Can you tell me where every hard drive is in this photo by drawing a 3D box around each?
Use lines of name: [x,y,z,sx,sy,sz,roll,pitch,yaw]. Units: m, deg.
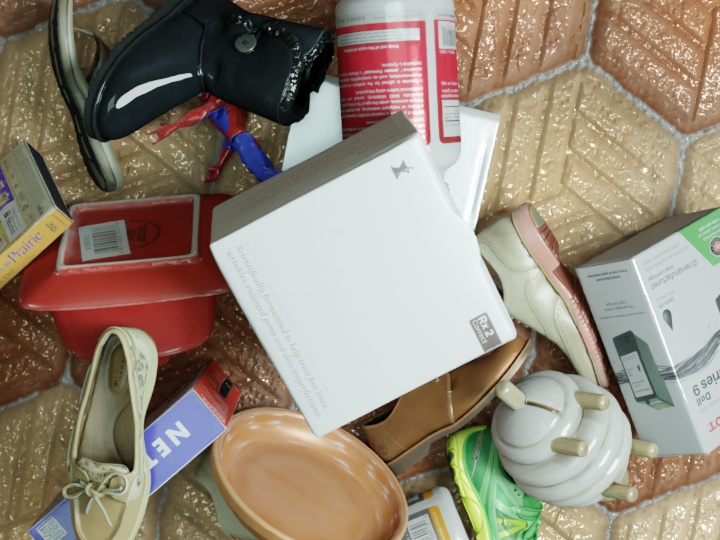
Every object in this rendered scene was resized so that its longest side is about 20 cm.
hard drive: [0.026,-0.110,1.391,0.199,0.027,0.133,12,95,-3]

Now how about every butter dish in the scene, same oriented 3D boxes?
butter dish: [-0.208,0.026,1.338,0.198,0.200,0.148,-4,120,-3]

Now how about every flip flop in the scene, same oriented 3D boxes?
flip flop: [-0.254,-0.176,1.355,0.057,0.081,0.201,-19,98,-17]

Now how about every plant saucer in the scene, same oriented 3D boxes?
plant saucer: [-0.051,0.207,1.330,0.199,0.200,0.038,25,117,-4]

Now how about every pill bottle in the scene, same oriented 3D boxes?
pill bottle: [0.037,-0.153,1.318,0.112,0.112,0.201,-3,95,-1]
pill bottle: [0.015,0.300,1.389,0.199,0.116,0.117,-23,96,1]

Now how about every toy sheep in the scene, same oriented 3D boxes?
toy sheep: [0.193,0.158,1.341,0.138,0.138,0.200,-42,123,3]

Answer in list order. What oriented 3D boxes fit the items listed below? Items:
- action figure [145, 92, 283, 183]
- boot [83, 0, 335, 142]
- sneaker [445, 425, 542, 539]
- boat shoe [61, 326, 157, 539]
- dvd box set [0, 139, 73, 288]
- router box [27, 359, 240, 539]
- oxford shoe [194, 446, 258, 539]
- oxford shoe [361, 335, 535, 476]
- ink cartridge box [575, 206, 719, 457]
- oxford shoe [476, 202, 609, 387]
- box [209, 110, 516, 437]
action figure: [-0.126,-0.098,1.346,0.099,0.065,0.200,-33,65,5]
boot: [-0.135,-0.173,1.299,0.168,0.077,0.200,25,61,22]
sneaker: [0.153,0.247,1.408,0.083,0.074,0.201,-23,96,5]
boat shoe: [-0.219,0.147,1.215,0.073,0.063,0.201,2,85,8]
dvd box set: [-0.367,-0.020,1.334,0.200,0.146,0.029,-42,128,2]
router box: [-0.207,0.177,1.336,0.200,0.180,0.049,-41,94,2]
oxford shoe: [-0.091,0.242,1.369,0.074,0.071,0.200,-50,51,11]
oxford shoe: [0.082,0.119,1.382,0.200,0.071,0.071,-39,90,16]
ink cartridge box: [0.313,0.059,1.360,0.146,0.084,0.201,-27,98,-34]
oxford shoe: [0.181,0.034,1.389,0.074,0.071,0.201,-26,99,17]
box: [0.000,0.000,1.225,0.199,0.131,0.200,-27,105,2]
